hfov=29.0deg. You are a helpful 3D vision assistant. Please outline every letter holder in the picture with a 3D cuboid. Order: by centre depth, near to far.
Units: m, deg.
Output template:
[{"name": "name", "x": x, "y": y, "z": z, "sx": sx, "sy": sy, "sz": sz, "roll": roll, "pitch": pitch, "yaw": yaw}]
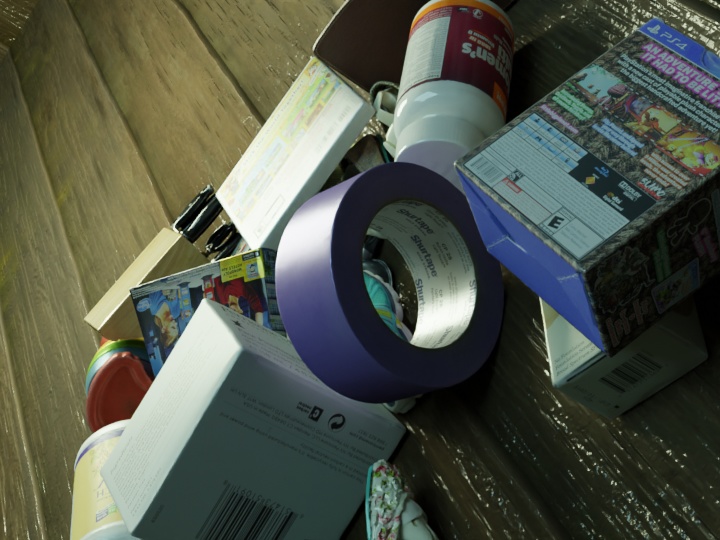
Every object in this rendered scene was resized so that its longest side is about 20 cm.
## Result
[{"name": "letter holder", "x": 0.050, "y": -0.297, "z": 1.516, "sx": 0.200, "sy": 0.141, "sz": 0.101, "roll": -42, "pitch": 35, "yaw": 31}]

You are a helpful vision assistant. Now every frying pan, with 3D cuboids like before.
[{"name": "frying pan", "x": 0.007, "y": 0.005, "z": 1.448, "sx": 0.115, "sy": 0.031, "sz": 0.192, "roll": 23, "pitch": 88, "yaw": 59}]

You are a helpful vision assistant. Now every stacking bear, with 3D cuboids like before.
[{"name": "stacking bear", "x": -0.286, "y": 0.126, "z": 1.732, "sx": 0.114, "sy": 0.121, "sz": 0.200, "roll": -47, "pitch": 22, "yaw": 12}]

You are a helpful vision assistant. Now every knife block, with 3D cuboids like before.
[{"name": "knife block", "x": -0.235, "y": -0.012, "z": 1.701, "sx": 0.064, "sy": 0.198, "sz": 0.178, "roll": 19, "pitch": 111, "yaw": 61}]

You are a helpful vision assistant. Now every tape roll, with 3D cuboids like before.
[{"name": "tape roll", "x": 0.028, "y": 0.012, "z": 1.230, "sx": 0.085, "sy": 0.199, "sz": 0.202, "roll": -20, "pitch": 49, "yaw": 48}]

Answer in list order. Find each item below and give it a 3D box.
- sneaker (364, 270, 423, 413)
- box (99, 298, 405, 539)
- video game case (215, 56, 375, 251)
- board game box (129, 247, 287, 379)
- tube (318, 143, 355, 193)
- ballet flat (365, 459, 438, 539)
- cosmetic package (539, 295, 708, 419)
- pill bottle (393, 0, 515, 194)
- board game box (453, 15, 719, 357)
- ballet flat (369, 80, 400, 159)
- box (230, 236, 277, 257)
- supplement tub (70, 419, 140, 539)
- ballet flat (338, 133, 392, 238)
[{"name": "sneaker", "x": 0.001, "y": 0.053, "z": 1.341, "sx": 0.078, "sy": 0.079, "sz": 0.200, "roll": -51, "pitch": 39, "yaw": 12}, {"name": "box", "x": -0.102, "y": 0.168, "z": 1.301, "sx": 0.201, "sy": 0.198, "sz": 0.131, "roll": -59, "pitch": 30, "yaw": 5}, {"name": "video game case", "x": -0.076, "y": -0.127, "z": 1.533, "sx": 0.201, "sy": 0.023, "sz": 0.182, "roll": -54, "pitch": 30, "yaw": 8}, {"name": "board game box", "x": -0.147, "y": 0.097, "z": 1.474, "sx": 0.199, "sy": 0.061, "sz": 0.202, "roll": -15, "pitch": 79, "yaw": 36}, {"name": "tube", "x": -0.039, "y": -0.055, "z": 1.553, "sx": 0.058, "sy": 0.052, "sz": 0.201, "roll": 23, "pitch": 80, "yaw": 23}, {"name": "ballet flat", "x": 0.037, "y": 0.253, "z": 1.164, "sx": 0.063, "sy": 0.076, "sz": 0.202, "roll": -8, "pitch": 57, "yaw": 18}, {"name": "cosmetic package", "x": 0.197, "y": 0.003, "z": 1.100, "sx": 0.105, "sy": 0.071, "sz": 0.201, "roll": -40, "pitch": 36, "yaw": 32}, {"name": "pill bottle", "x": 0.090, "y": -0.167, "z": 1.360, "sx": 0.109, "sy": 0.109, "sz": 0.201, "roll": -32, "pitch": 35, "yaw": 41}, {"name": "board game box", "x": 0.199, "y": -0.065, "z": 1.015, "sx": 0.199, "sy": 0.097, "sz": 0.159, "roll": -36, "pitch": 45, "yaw": -9}, {"name": "ballet flat", "x": 0.048, "y": -0.145, "z": 1.459, "sx": 0.068, "sy": 0.075, "sz": 0.200, "roll": -51, "pitch": 31, "yaw": 16}, {"name": "box", "x": -0.107, "y": -0.041, "z": 1.601, "sx": 0.201, "sy": 0.037, "sz": 0.137, "roll": -60, "pitch": 10, "yaw": -4}, {"name": "supplement tub", "x": -0.236, "y": 0.275, "z": 1.477, "sx": 0.145, "sy": 0.145, "sz": 0.201, "roll": -44, "pitch": 34, "yaw": 28}, {"name": "ballet flat", "x": 0.017, "y": -0.073, "z": 1.445, "sx": 0.067, "sy": 0.068, "sz": 0.200, "roll": -24, "pitch": 31, "yaw": 2}]
